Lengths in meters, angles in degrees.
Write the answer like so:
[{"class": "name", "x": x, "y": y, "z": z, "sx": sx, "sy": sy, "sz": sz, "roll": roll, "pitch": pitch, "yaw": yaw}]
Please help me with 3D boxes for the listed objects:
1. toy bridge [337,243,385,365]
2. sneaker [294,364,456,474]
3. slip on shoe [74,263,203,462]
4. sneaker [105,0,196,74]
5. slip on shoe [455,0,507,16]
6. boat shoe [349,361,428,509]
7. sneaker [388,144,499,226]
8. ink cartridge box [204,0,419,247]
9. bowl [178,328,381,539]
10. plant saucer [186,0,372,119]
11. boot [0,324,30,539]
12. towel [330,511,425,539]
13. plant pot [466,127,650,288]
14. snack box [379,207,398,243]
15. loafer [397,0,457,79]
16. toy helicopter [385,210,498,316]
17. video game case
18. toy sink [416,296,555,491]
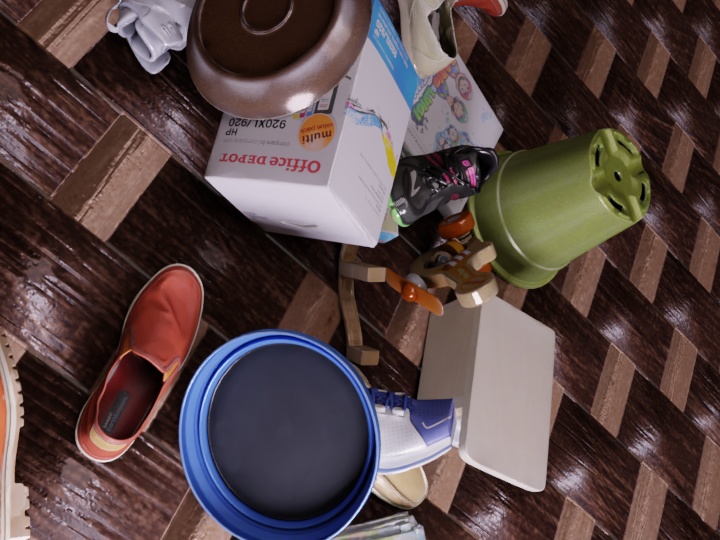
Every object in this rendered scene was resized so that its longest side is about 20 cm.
[{"class": "toy bridge", "x": 0.000, "y": 0.000, "z": 0.878, "sx": 0.027, "sy": 0.067, "sz": 0.206, "roll": 0, "pitch": 97, "yaw": -33}, {"class": "sneaker", "x": -0.007, "y": 0.136, "z": 0.765, "sx": 0.081, "sy": 0.194, "sz": 0.118, "roll": -49, "pitch": 126, "yaw": -77}, {"class": "slip on shoe", "x": -0.198, "y": 0.081, "z": 0.725, "sx": 0.073, "sy": 0.061, "sz": 0.203, "roll": 35, "pitch": 58, "yaw": -20}, {"class": "sneaker", "x": -0.175, "y": -0.256, "z": 0.833, "sx": 0.197, "sy": 0.075, "sz": 0.117, "roll": 28, "pitch": 64, "yaw": -21}, {"class": "slip on shoe", "x": 0.131, "y": -0.403, "z": 1.095, "sx": 0.197, "sy": 0.074, "sz": 0.063, "roll": 13, "pitch": 105, "yaw": -39}, {"class": "boat shoe", "x": 0.017, "y": 0.180, "z": 0.840, "sx": 0.201, "sy": 0.076, "sz": 0.072, "roll": 51, "pitch": 54, "yaw": -13}, {"class": "sneaker", "x": 0.097, "y": -0.112, "z": 0.914, "sx": 0.199, "sy": 0.083, "sz": 0.078, "roll": -33, "pitch": 103, "yaw": -43}, {"class": "ink cartridge box", "x": -0.044, "y": -0.150, "z": 0.798, "sx": 0.145, "sy": 0.144, "sz": 0.205, "roll": 43, "pitch": 58, "yaw": -61}, {"class": "bowl", "x": -0.074, "y": 0.156, "z": 0.728, "sx": 0.039, "sy": 0.196, "sz": 0.205, "roll": -14, "pitch": 82, "yaw": -77}, {"class": "plant saucer", "x": -0.086, "y": -0.244, "z": 0.743, "sx": 0.032, "sy": 0.194, "sz": 0.206, "roll": 49, "pitch": 42, "yaw": -65}, {"class": "boot", "x": -0.324, "y": 0.134, "z": 0.615, "sx": 0.105, "sy": 0.075, "sz": 0.206, "roll": 0, "pitch": 78, "yaw": -30}, {"class": "towel", "x": 0.003, "y": 0.367, "z": 0.796, "sx": 0.167, "sy": 0.048, "sz": 0.206, "roll": 0, "pitch": 77, "yaw": -32}, {"class": "plant pot", "x": 0.276, "y": -0.097, "z": 1.035, "sx": 0.196, "sy": 0.188, "sz": 0.206, "roll": 11, "pitch": 70, "yaw": -33}, {"class": "snack box", "x": -0.011, "y": -0.143, "z": 0.937, "sx": 0.114, "sy": 0.037, "sz": 0.206, "roll": 9, "pitch": 72, "yaw": -34}, {"class": "loafer", "x": 0.082, "y": -0.339, "z": 0.936, "sx": 0.075, "sy": 0.067, "sz": 0.205, "roll": -34, "pitch": 120, "yaw": -46}, {"class": "toy helicopter", "x": 0.102, "y": 0.005, "z": 0.890, "sx": 0.130, "sy": 0.200, "sz": 0.081, "roll": -25, "pitch": 106, "yaw": -3}, {"class": "video game case", "x": 0.109, "y": -0.199, "z": 1.022, "sx": 0.183, "sy": 0.023, "sz": 0.202, "roll": 51, "pitch": 49, "yaw": -24}, {"class": "toy sink", "x": 0.144, "y": 0.151, "z": 0.918, "sx": 0.128, "sy": 0.111, "sz": 0.205, "roll": 26, "pitch": 58, "yaw": -26}]
